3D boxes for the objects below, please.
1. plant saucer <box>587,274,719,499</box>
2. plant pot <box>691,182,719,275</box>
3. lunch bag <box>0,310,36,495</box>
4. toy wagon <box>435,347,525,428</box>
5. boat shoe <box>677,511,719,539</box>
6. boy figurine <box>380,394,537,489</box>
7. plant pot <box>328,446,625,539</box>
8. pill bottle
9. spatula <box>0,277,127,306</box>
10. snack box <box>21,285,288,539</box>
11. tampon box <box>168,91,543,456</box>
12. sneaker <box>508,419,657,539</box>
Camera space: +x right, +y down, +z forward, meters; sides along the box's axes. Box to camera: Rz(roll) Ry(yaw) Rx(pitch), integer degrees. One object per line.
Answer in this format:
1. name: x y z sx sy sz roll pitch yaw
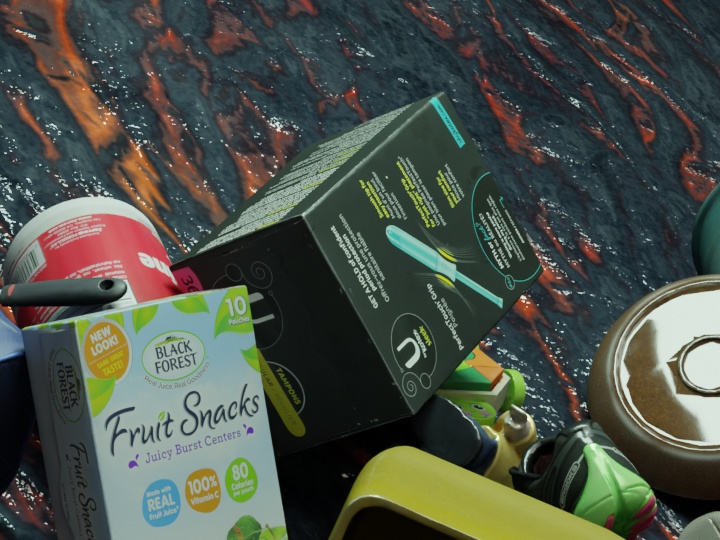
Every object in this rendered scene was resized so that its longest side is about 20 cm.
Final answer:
1. plant saucer: 0.270 0.079 1.654 0.199 0.035 0.201 -8 54 11
2. plant pot: 0.377 0.033 1.800 0.200 0.201 0.196 22 37 -8
3. lunch bag: -0.296 0.071 1.234 0.132 0.136 0.200 41 33 27
4. toy wagon: 0.045 0.077 1.564 0.155 0.040 0.200 4 19 -32
5. boat shoe: 0.258 0.255 1.407 0.073 0.074 0.201 15 55 -70
6. boy figurine: 0.079 0.149 1.440 0.064 0.124 0.200 37 -2 33
7. plant pot: 0.051 0.200 1.088 0.199 0.201 0.176 23 15 -5
8. pill bottle: -0.158 0.052 1.402 0.112 0.113 0.200 7 34 -30
9. spatula: -0.238 0.022 1.375 0.199 0.021 0.057 -8 41 22
10. snack box: -0.114 0.119 1.258 0.053 0.201 0.142 -8 3 40
11. tampon box: 0.000 0.000 1.437 0.150 0.126 0.200 60 39 -12
12. sneaker: 0.132 0.147 1.364 0.076 0.200 0.084 -17 70 -20
